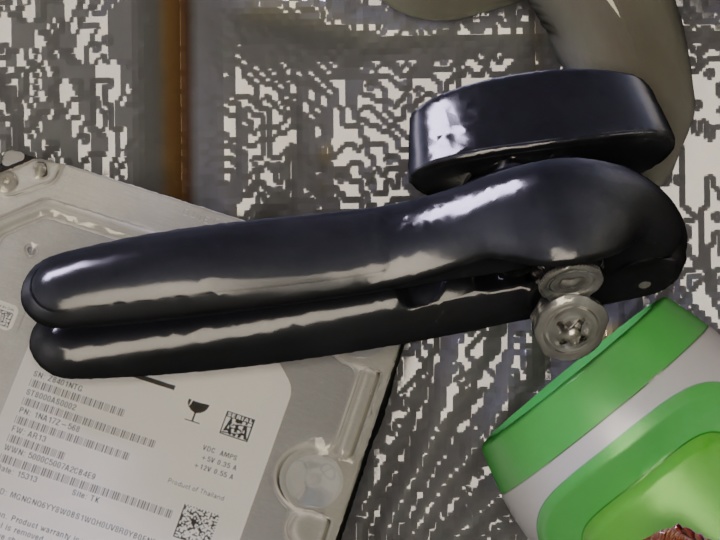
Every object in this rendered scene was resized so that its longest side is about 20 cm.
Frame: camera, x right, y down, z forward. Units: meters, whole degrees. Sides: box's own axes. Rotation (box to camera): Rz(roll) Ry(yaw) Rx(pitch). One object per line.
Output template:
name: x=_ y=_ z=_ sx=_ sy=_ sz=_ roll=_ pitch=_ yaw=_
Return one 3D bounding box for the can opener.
can opener: x=0.000 y=0.000 z=0.805 sx=0.200 sy=0.063 sz=0.079 roll=-15 pitch=49 yaw=-3

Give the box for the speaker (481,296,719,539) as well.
speaker: x=0.126 y=0.108 z=0.820 sx=0.088 sy=0.088 sz=0.200 roll=-39 pitch=88 yaw=3

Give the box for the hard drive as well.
hard drive: x=-0.075 y=0.072 z=0.813 sx=0.139 sy=0.038 sz=0.200 roll=18 pitch=63 yaw=3

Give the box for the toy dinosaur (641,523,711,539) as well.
toy dinosaur: x=0.118 y=0.202 z=0.797 sx=0.105 sy=0.182 sz=0.200 roll=4 pitch=63 yaw=-2

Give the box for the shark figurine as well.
shark figurine: x=0.018 y=-0.124 z=0.826 sx=0.214 sy=0.090 sz=0.128 roll=22 pitch=90 yaw=1
